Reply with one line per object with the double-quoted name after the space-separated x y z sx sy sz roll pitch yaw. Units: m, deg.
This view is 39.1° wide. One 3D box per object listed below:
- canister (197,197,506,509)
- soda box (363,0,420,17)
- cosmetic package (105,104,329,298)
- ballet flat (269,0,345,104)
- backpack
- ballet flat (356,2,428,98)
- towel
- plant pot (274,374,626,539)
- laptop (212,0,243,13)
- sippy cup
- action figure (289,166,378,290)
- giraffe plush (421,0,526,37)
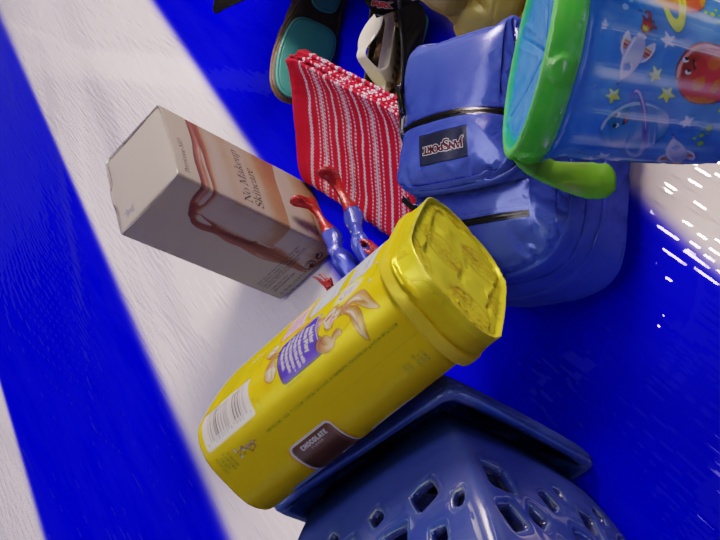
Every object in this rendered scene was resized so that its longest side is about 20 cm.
-0.005 0.056 0.681 0.200 0.087 0.149 -41 8 20 "canister"
0.052 -0.336 0.962 0.071 0.063 0.201 -9 46 40 "soda box"
-0.131 -0.061 0.969 0.087 0.200 0.104 -42 49 24 "cosmetic package"
-0.058 -0.266 1.089 0.072 0.068 0.201 -5 68 63 "ballet flat"
0.108 -0.076 0.778 0.162 0.167 0.201 -10 73 46 "backpack"
0.016 -0.175 0.971 0.068 0.068 0.201 -9 67 44 "ballet flat"
-0.006 -0.112 0.941 0.200 0.022 0.145 36 140 46 "towel"
0.064 0.198 0.689 0.200 0.200 0.180 -38 43 27 "plant pot"
-0.038 -0.357 1.064 0.116 0.199 0.188 135 142 -67 "laptop"
0.164 -0.122 0.615 0.178 0.130 0.140 122 159 -85 "sippy cup"
0.000 0.000 0.913 0.065 0.052 0.200 -41 66 21 "action figure"
0.123 -0.275 0.861 0.172 0.200 0.163 0 53 14 "giraffe plush"
